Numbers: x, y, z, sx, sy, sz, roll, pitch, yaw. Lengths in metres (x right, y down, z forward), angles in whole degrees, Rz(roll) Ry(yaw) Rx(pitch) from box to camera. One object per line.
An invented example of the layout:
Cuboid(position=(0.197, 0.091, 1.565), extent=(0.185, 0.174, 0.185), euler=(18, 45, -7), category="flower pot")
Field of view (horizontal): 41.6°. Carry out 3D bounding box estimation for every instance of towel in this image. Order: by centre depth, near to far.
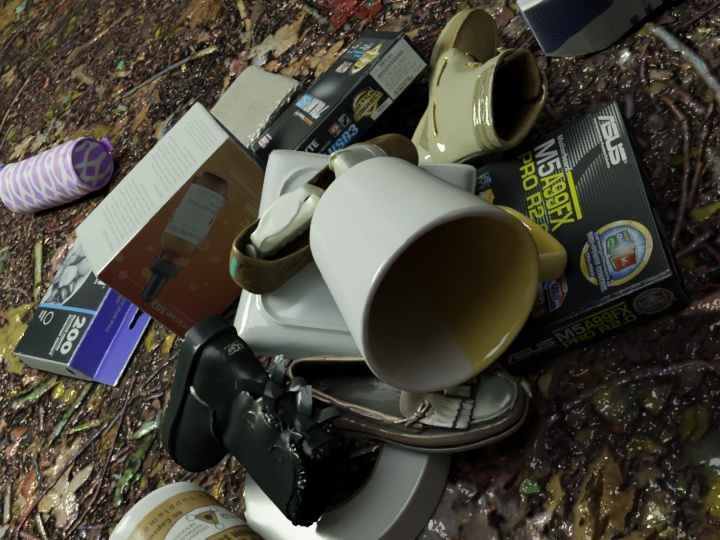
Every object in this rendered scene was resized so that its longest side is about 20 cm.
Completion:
Cuboid(position=(-0.161, -0.173, 1.214), extent=(0.201, 0.034, 0.132), euler=(-53, 42, -7), category="towel")

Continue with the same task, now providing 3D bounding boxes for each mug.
Cuboid(position=(0.046, -0.005, 0.735), extent=(0.150, 0.185, 0.153), euler=(-56, 39, 10), category="mug")

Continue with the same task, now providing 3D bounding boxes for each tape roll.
Cuboid(position=(-0.015, 0.163, 0.817), extent=(0.201, 0.037, 0.205), euler=(-23, 47, 26), category="tape roll")

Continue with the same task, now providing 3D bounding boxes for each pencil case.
Cuboid(position=(-0.457, -0.141, 1.415), extent=(0.198, 0.085, 0.086), euler=(-9, 30, 35), category="pencil case")

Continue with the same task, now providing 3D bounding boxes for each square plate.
Cuboid(position=(-0.005, -0.016, 0.829), extent=(0.195, 0.029, 0.203), euler=(5, 68, 10), category="square plate")

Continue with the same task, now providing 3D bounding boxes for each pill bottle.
Cuboid(position=(-0.102, 0.264, 0.739), extent=(0.199, 0.114, 0.115), euler=(28, 78, 35), category="pill bottle")

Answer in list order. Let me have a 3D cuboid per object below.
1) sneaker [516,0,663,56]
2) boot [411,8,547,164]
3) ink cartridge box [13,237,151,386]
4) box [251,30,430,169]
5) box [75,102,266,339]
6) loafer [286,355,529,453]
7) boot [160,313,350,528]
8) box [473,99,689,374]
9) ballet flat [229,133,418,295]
Cuboid(position=(0.249, -0.295, 0.925), extent=(0.197, 0.081, 0.116), euler=(-23, 42, 16), category="sneaker")
Cuboid(position=(0.120, -0.185, 0.903), extent=(0.155, 0.072, 0.202), euler=(-24, 43, 63), category="boot")
Cuboid(position=(-0.328, 0.037, 1.187), extent=(0.198, 0.043, 0.200), euler=(4, 61, 41), category="ink cartridge box")
Cuboid(position=(-0.029, -0.177, 1.039), extent=(0.198, 0.050, 0.200), euler=(-44, 19, 3), category="box")
Cuboid(position=(-0.183, -0.050, 1.042), extent=(0.200, 0.152, 0.106), euler=(-46, 41, 2), category="box")
Cuboid(position=(0.031, 0.099, 0.748), extent=(0.197, 0.063, 0.073), euler=(-3, 52, 27), category="loafer")
Cuboid(position=(-0.089, 0.147, 0.789), extent=(0.073, 0.200, 0.162), euler=(-29, 60, -37), category="boot")
Cuboid(position=(0.172, -0.031, 0.800), extent=(0.159, 0.044, 0.202), euler=(-26, 45, 26), category="box")
Cuboid(position=(-0.031, -0.059, 0.795), extent=(0.199, 0.073, 0.068), euler=(-36, 68, -9), category="ballet flat")
